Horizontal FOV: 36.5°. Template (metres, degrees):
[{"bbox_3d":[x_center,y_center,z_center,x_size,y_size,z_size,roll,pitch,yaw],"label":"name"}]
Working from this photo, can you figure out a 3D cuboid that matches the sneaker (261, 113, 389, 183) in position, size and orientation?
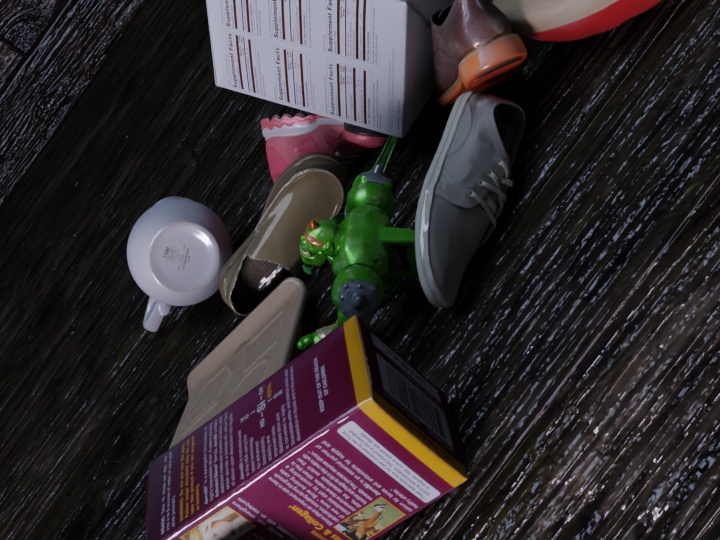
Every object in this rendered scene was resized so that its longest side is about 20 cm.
[{"bbox_3d":[-0.034,-0.126,1.176,0.199,0.073,0.088,5,96,52],"label":"sneaker"}]

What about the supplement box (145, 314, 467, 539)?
[{"bbox_3d":[-0.041,0.139,0.758,0.199,0.110,0.086,-36,34,17],"label":"supplement box"}]

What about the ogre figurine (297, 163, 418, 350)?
[{"bbox_3d":[0.000,0.000,0.895,0.201,0.098,0.120,-58,-12,-36],"label":"ogre figurine"}]

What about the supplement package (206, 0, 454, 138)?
[{"bbox_3d":[-0.013,-0.256,1.025,0.148,0.199,0.192,90,-155,-44],"label":"supplement package"}]

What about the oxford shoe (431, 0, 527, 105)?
[{"bbox_3d":[0.094,-0.193,0.943,0.071,0.073,0.200,-25,1,-6],"label":"oxford shoe"}]

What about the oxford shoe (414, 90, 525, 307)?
[{"bbox_3d":[0.089,-0.063,0.867,0.057,0.075,0.201,2,57,28],"label":"oxford shoe"}]

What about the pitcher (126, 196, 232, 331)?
[{"bbox_3d":[-0.223,0.000,1.300,0.200,0.120,0.173,-155,79,-75],"label":"pitcher"}]

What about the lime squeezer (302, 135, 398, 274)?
[{"bbox_3d":[-0.003,-0.070,1.036,0.038,0.071,0.201,21,68,27],"label":"lime squeezer"}]

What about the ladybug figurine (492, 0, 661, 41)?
[{"bbox_3d":[0.194,-0.242,0.878,0.199,0.072,0.136,-12,44,52],"label":"ladybug figurine"}]

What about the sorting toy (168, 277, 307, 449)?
[{"bbox_3d":[-0.116,0.118,1.020,0.185,0.036,0.201,-44,21,24],"label":"sorting toy"}]

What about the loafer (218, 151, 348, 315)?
[{"bbox_3d":[-0.075,-0.028,1.107,0.201,0.076,0.068,-56,24,23],"label":"loafer"}]
